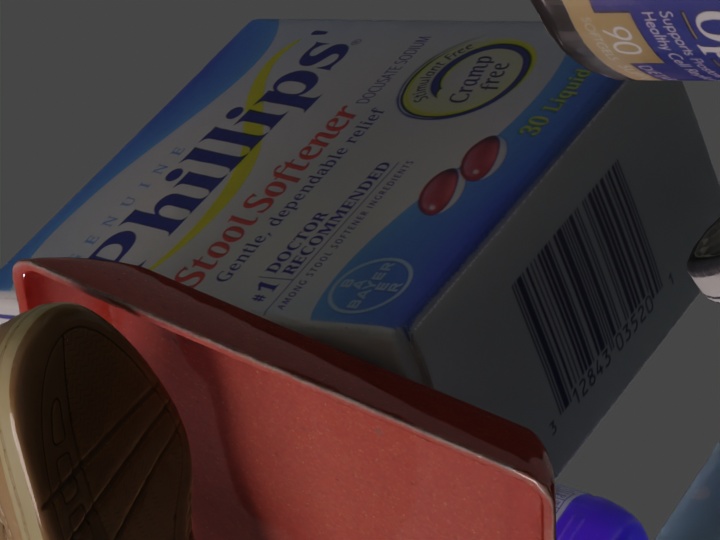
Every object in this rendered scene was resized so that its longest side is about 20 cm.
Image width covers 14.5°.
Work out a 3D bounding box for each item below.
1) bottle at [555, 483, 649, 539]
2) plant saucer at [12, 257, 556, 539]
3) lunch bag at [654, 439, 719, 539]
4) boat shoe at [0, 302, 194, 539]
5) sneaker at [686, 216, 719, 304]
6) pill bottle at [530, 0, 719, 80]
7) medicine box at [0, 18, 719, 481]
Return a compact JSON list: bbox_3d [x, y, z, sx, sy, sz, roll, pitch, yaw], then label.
[{"bbox_3d":[0.028,0.114,1.211,0.200,0.065,0.084,15,143,32],"label":"bottle"},{"bbox_3d":[-0.015,0.089,0.940,0.200,0.037,0.200,23,140,25],"label":"plant saucer"},{"bbox_3d":[0.191,0.158,1.019,0.200,0.170,0.128,28,144,15],"label":"lunch bag"},{"bbox_3d":[-0.092,0.089,0.920,0.064,0.071,0.200,13,137,31],"label":"boat shoe"},{"bbox_3d":[0.199,0.023,0.803,0.202,0.077,0.146,-13,115,42],"label":"sneaker"},{"bbox_3d":[0.153,-0.111,0.826,0.200,0.112,0.112,4,130,41],"label":"pill bottle"},{"bbox_3d":[0.000,0.000,1.020,0.200,0.182,0.103,5,130,39],"label":"medicine box"}]
